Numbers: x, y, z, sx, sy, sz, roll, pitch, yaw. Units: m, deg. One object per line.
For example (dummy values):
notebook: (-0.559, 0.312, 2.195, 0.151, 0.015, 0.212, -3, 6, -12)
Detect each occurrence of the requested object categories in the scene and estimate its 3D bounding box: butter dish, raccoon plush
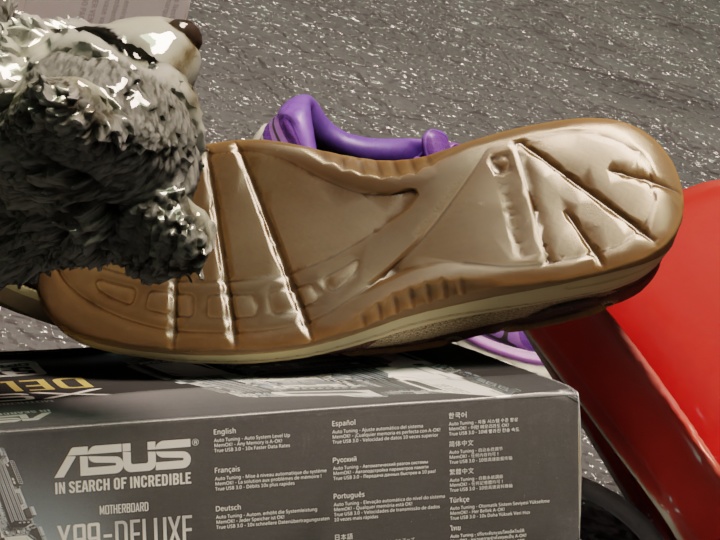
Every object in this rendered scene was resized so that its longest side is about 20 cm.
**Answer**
butter dish: (0.162, 0.047, 0.862, 0.200, 0.148, 0.200, 57, 0, -37)
raccoon plush: (-0.119, 0.003, 0.682, 0.097, 0.200, 0.134, 28, 9, -34)

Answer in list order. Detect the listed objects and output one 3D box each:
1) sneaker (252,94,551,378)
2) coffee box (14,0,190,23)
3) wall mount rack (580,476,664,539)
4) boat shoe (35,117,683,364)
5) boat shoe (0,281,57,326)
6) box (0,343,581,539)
sneaker: (0.040, -0.013, 1.053, 0.200, 0.084, 0.081, 24, 24, 4)
coffee box: (-0.197, -0.174, 1.049, 0.200, 0.200, 0.198, 0, 31, -38)
wall mount rack: (0.005, 0.106, 0.785, 0.174, 0.075, 0.200, 37, 26, 26)
boat shoe: (0.000, 0.000, 0.767, 0.199, 0.072, 0.072, -10, 66, -3)
boat shoe: (-0.142, -0.043, 0.829, 0.200, 0.068, 0.072, 30, 6, 32)
box: (-0.053, 0.055, 0.739, 0.199, 0.050, 0.158, -3, 6, -16)
